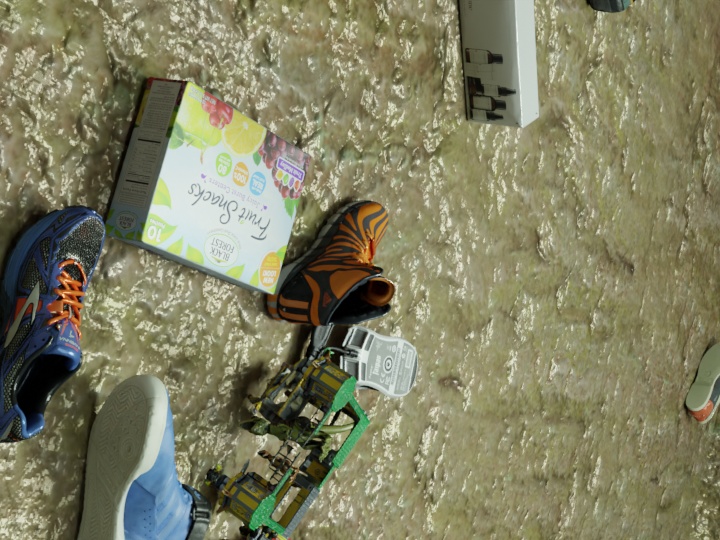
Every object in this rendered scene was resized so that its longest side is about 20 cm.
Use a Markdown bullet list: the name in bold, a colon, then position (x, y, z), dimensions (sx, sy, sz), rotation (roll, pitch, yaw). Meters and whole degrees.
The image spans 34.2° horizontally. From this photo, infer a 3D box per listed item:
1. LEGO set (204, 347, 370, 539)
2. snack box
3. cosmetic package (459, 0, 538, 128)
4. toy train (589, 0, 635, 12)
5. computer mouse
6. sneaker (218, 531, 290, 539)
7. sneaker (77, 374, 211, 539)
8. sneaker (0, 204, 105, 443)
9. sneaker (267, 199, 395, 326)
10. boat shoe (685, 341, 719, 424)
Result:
- **LEGO set**: position (-0.088, 0.159, 1.136), dimensions (0.201, 0.115, 0.154), rotation (-58, 156, -6)
- **snack box**: position (-0.132, -0.071, 1.058), dimensions (0.200, 0.053, 0.143), rotation (25, 79, -57)
- **cosmetic package**: position (0.170, -0.281, 1.440), dimensions (0.051, 0.082, 0.202), rotation (-37, 128, -47)
- **toy train**: position (0.367, -0.473, 1.698), dimensions (0.114, 0.085, 0.201), rotation (-49, 138, -25)
- **computer mouse**: position (-0.004, 0.100, 1.321), dimensions (0.200, 0.044, 0.111), rotation (26, 73, -51)
- **sneaker**: position (-0.106, 0.303, 1.206), dimensions (0.200, 0.076, 0.086), rotation (57, 41, -56)
- **sneaker**: position (-0.180, 0.186, 1.033), dimensions (0.111, 0.076, 0.202), rotation (2, 102, -51)
- **sneaker**: position (-0.239, 0.045, 0.900), dimensions (0.075, 0.078, 0.201), rotation (39, 66, -55)
- **sneaker**: position (0.000, 0.000, 1.228), dimensions (0.200, 0.111, 0.078), rotation (-49, 137, -39)
- **boat shoe**: position (0.766, 0.238, 2.529), dimensions (0.063, 0.071, 0.201), rotation (51, 62, -32)
